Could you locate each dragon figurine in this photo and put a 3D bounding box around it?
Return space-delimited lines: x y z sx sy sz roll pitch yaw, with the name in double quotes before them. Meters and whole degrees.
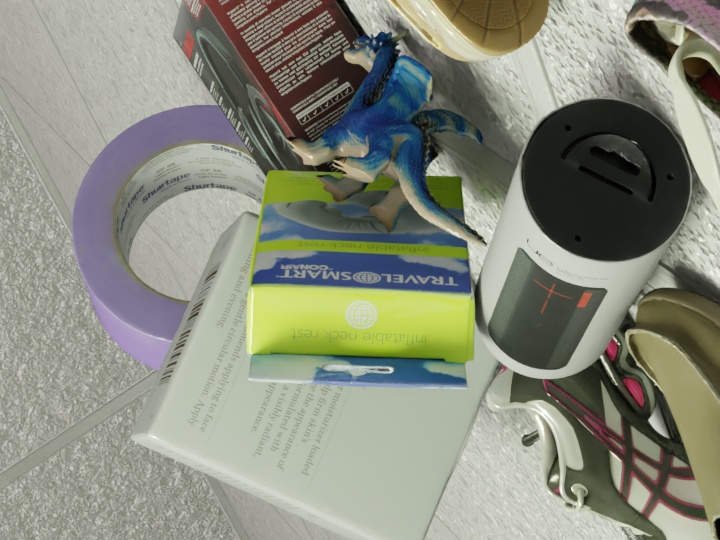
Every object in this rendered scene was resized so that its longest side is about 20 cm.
"dragon figurine" 0.026 -0.079 1.054 0.059 0.099 0.200 49 170 -29

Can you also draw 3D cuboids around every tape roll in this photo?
"tape roll" -0.122 -0.022 1.497 0.200 0.199 0.085 52 168 19

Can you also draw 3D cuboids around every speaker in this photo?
"speaker" 0.104 -0.011 0.939 0.081 0.081 0.200 54 167 13

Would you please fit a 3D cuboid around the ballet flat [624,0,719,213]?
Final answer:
"ballet flat" 0.164 -0.029 0.681 0.201 0.071 0.069 53 166 16

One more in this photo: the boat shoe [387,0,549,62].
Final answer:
"boat shoe" 0.008 -0.180 0.902 0.201 0.073 0.069 57 162 -2

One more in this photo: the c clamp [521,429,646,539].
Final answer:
"c clamp" 0.183 0.163 1.205 0.201 0.027 0.171 56 163 12

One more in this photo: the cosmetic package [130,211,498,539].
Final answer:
"cosmetic package" -0.032 0.081 1.316 0.199 0.166 0.165 26 170 -8

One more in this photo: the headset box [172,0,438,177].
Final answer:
"headset box" -0.045 -0.124 1.241 0.201 0.077 0.149 55 168 0

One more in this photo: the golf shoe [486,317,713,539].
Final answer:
"golf shoe" 0.150 0.118 1.070 0.201 0.088 0.077 55 166 0

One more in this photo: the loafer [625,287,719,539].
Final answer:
"loafer" 0.186 0.092 0.906 0.200 0.067 0.076 51 166 25

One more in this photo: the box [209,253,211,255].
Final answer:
"box" -0.071 0.072 1.858 0.200 0.047 0.122 53 167 21

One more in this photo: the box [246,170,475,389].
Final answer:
"box" 0.000 0.000 1.066 0.200 0.121 0.048 -89 1 -67
